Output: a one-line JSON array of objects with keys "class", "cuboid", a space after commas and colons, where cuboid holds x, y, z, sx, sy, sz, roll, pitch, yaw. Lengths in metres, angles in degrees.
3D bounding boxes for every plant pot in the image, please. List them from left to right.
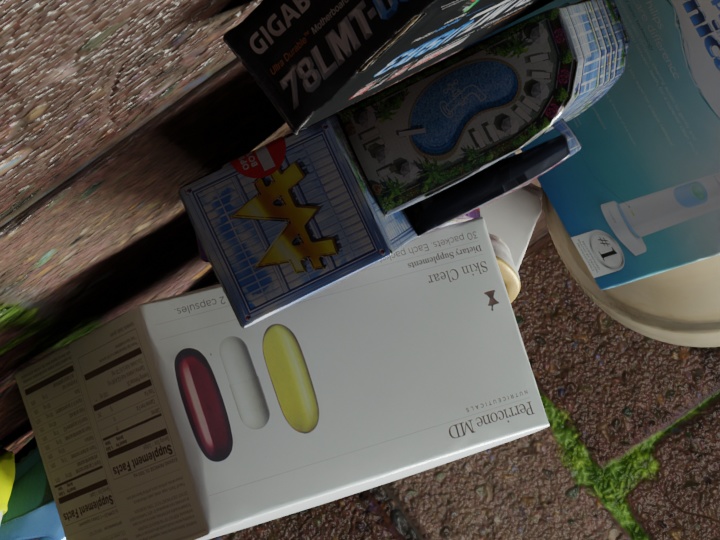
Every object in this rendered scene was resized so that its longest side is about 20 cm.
[{"class": "plant pot", "cuboid": [0.188, -0.070, 1.426, 0.200, 0.200, 0.174, -36, 159, 6]}]

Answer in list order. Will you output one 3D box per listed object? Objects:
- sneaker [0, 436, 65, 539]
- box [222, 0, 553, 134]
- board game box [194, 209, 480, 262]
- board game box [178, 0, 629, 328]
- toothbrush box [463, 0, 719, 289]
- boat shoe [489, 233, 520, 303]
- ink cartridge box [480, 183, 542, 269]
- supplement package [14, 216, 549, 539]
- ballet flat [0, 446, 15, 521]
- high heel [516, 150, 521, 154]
[{"class": "sneaker", "cuboid": [-0.179, 0.137, 1.459, 0.200, 0.079, 0.066, -42, -174, -12]}, {"class": "box", "cuboid": [0.076, -0.142, 0.833, 0.198, 0.050, 0.200, -38, 175, 39]}, {"class": "board game box", "cuboid": [-0.007, -0.027, 1.227, 0.119, 0.032, 0.200, -7, 179, 8]}, {"class": "board game box", "cuboid": [0.011, -0.040, 0.994, 0.199, 0.062, 0.200, -25, -177, 16]}, {"class": "toothbrush box", "cuboid": [0.156, -0.088, 1.131, 0.085, 0.147, 0.200, -33, -175, -28]}, {"class": "boat shoe", "cuboid": [0.000, 0.000, 1.373, 0.199, 0.071, 0.070, -11, -136, 29]}, {"class": "ink cartridge box", "cuboid": [0.021, 0.026, 1.523, 0.147, 0.084, 0.200, -68, -170, -27]}, {"class": "supplement package", "cuboid": [-0.039, 0.063, 1.212, 0.199, 0.111, 0.156, -15, 175, -32]}, {"class": "ballet flat", "cuboid": [-0.239, 0.152, 1.336, 0.067, 0.067, 0.200, -34, 177, 25]}, {"class": "high heel", "cuboid": [0.104, -0.113, 1.305, 0.199, 0.068, 0.096, -22, -157, -3]}]
